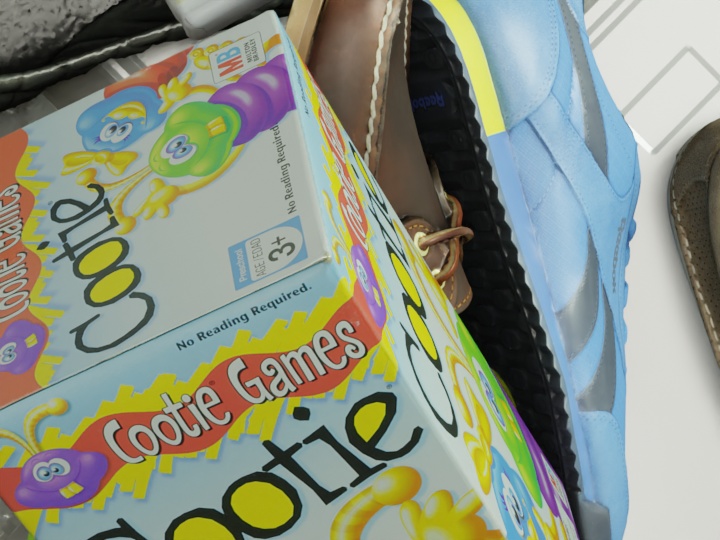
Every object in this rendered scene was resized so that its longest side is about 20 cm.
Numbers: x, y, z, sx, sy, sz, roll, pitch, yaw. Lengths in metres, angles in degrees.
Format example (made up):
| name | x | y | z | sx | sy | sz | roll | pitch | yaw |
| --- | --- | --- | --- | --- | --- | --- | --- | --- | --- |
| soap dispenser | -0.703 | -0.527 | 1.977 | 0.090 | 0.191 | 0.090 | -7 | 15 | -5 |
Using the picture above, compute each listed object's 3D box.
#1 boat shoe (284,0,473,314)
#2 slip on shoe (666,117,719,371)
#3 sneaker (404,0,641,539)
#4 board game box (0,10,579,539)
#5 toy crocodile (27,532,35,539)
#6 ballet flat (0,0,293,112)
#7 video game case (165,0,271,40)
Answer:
| name | x | y | z | sx | sy | sz | roll | pitch | yaw |
| --- | --- | --- | --- | --- | --- | --- | --- | --- | --- |
| boat shoe | 0.000 | 0.000 | 0.821 | 0.070 | 0.070 | 0.200 | 15 | 122 | 11 |
| slip on shoe | 0.156 | 0.043 | 0.853 | 0.076 | 0.061 | 0.201 | -22 | 91 | -1 |
| sneaker | 0.064 | -0.003 | 0.849 | 0.078 | 0.066 | 0.201 | -20 | 103 | -31 |
| board game box | -0.018 | 0.050 | 0.732 | 0.103 | 0.105 | 0.200 | -25 | 130 | 10 |
| toy crocodile | -0.085 | 0.155 | 0.854 | 0.067 | 0.062 | 0.201 | 4 | 93 | 39 |
| ballet flat | -0.085 | -0.093 | 0.845 | 0.199 | 0.057 | 0.067 | -18 | 90 | -3 |
| video game case | -0.009 | -0.194 | 0.823 | 0.200 | 0.022 | 0.182 | -30 | 81 | -3 |
